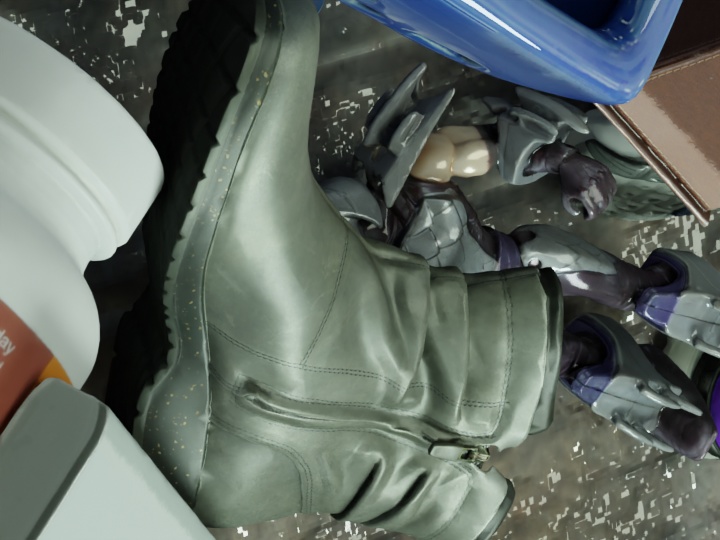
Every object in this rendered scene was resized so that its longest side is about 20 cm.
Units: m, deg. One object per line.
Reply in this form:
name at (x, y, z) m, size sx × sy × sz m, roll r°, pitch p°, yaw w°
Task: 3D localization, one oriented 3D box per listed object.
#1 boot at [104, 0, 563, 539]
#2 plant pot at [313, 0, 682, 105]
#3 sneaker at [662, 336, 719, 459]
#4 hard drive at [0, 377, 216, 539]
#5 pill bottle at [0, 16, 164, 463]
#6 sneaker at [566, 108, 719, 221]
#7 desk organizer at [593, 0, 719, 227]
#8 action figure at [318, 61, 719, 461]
boot at (0.000, 0.000, 0.834) m, size 0.130 × 0.068 × 0.201 m, roll 2°, pitch 128°, yaw -14°
plant pot at (-0.009, -0.178, 0.787) m, size 0.200 × 0.179 × 0.201 m, roll 29°, pitch 79°, yaw -37°
sneaker at (0.210, 0.035, 1.041) m, size 0.199 × 0.099 × 0.070 m, roll -20°, pitch 111°, yaw -34°
hard drive at (-0.085, 0.123, 0.800) m, size 0.132 × 0.026 × 0.200 m, roll -58°, pitch 159°, yaw -14°
pill bottle at (-0.141, 0.031, 0.755) m, size 0.112 × 0.112 × 0.200 m, roll 46°, pitch 69°, yaw -33°
sneaker at (0.143, -0.072, 1.006) m, size 0.199 × 0.074 × 0.088 m, roll -19°, pitch 92°, yaw -39°
desk organizer at (0.136, -0.121, 0.926) m, size 0.072 × 0.077 × 0.201 m, roll 44°, pitch 44°, yaw -34°
action figure at (0.051, 0.006, 0.921) m, size 0.199 × 0.069 × 0.130 m, roll 17°, pitch 116°, yaw -37°
